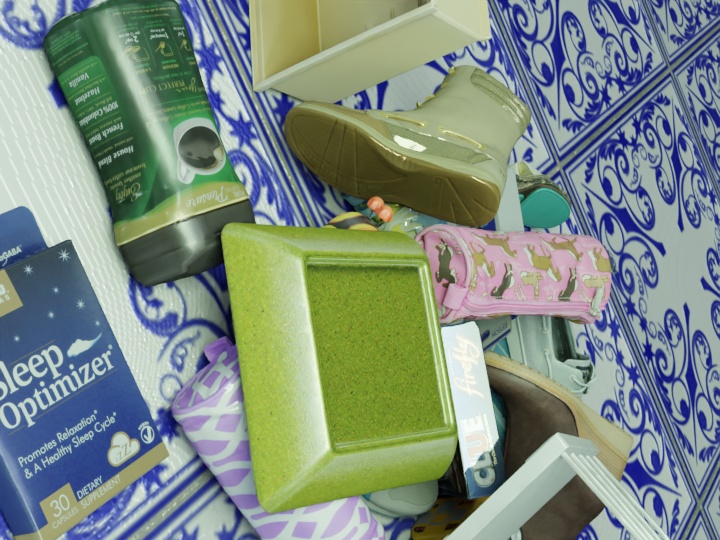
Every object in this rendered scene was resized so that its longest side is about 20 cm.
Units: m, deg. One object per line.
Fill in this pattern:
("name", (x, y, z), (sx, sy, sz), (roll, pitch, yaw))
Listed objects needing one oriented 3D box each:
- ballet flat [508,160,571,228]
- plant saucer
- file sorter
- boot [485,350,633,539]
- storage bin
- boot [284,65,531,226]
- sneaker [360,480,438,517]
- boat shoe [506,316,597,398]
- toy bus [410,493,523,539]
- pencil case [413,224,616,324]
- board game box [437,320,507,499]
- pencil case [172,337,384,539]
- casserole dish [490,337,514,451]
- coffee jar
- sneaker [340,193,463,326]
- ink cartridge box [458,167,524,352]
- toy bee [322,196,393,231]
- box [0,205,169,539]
("ballet flat", (0.169, -0.093, 1.218), (0.199, 0.068, 0.076), (2, 55, -49))
("plant saucer", (0.000, 0.061, 0.791), (0.199, 0.048, 0.202), (1, 77, -46))
("file sorter", (0.156, 0.221, 0.831), (0.125, 0.139, 0.200), (48, 7, 19))
("boot", (0.158, 0.189, 1.050), (0.199, 0.072, 0.167), (34, 87, -14))
("storage bin", (0.001, -0.271, 0.959), (0.093, 0.199, 0.201), (13, 66, -49))
("boot", (0.046, -0.130, 0.962), (0.073, 0.198, 0.156), (99, 14, -45))
("sneaker", (0.015, 0.137, 0.920), (0.201, 0.080, 0.077), (53, 40, -26))
("boat shoe", (0.201, 0.101, 1.110), (0.070, 0.071, 0.203), (-13, 87, -52))
("toy bus", (0.128, 0.297, 1.012), (0.201, 0.065, 0.078), (60, 40, -17))
("pencil case", (0.131, 0.005, 0.932), (0.198, 0.086, 0.084), (3, 87, -38))
("board game box", (0.080, 0.124, 0.939), (0.200, 0.034, 0.137), (113, -32, -79))
("pencil case", (-0.058, 0.150, 0.811), (0.201, 0.083, 0.086), (58, 21, -18))
("casserole dish", (0.145, 0.123, 1.121), (0.201, 0.039, 0.122), (54, 42, -24))
("coffee jar", (-0.151, -0.094, 0.797), (0.104, 0.085, 0.202), (-23, 94, -55))
("sneaker", (0.034, -0.037, 0.994), (0.130, 0.079, 0.201), (37, 27, -34))
("ink cartridge box", (0.120, 0.000, 1.058), (0.039, 0.099, 0.202), (18, 52, -27))
("toy bee", (0.000, 0.000, 0.913), (0.131, 0.109, 0.200), (48, 2, 30))
("box", (-0.213, 0.063, 0.707), (0.121, 0.032, 0.202), (-34, 102, -51))
